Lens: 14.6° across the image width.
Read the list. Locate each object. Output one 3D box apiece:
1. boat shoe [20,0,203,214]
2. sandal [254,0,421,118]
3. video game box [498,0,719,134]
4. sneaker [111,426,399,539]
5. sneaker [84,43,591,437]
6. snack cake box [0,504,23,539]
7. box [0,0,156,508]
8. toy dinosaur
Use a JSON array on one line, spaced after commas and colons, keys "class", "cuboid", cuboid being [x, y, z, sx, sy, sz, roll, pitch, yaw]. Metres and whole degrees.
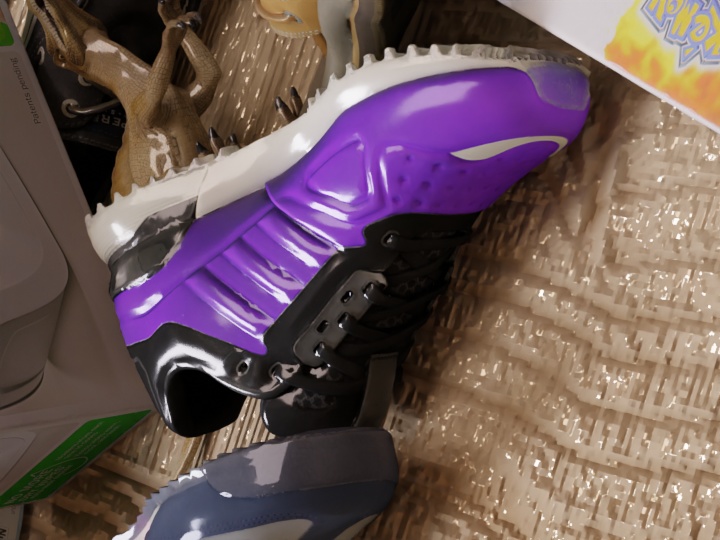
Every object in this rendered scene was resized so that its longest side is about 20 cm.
[{"class": "boat shoe", "cuboid": [-0.108, -0.066, 1.088, 0.200, 0.070, 0.066, -52, 42, 30]}, {"class": "sandal", "cuboid": [-0.006, -0.098, 0.883, 0.200, 0.054, 0.081, 101, -165, -74]}, {"class": "video game box", "cuboid": [0.112, -0.137, 0.783, 0.200, 0.047, 0.183, 40, 110, 60]}, {"class": "sneaker", "cuboid": [-0.046, 0.116, 0.888, 0.200, 0.070, 0.082, -40, 57, 46]}, {"class": "sneaker", "cuboid": [0.000, 0.000, 0.873, 0.200, 0.069, 0.100, -25, 70, 41]}, {"class": "snack cake box", "cuboid": [-0.199, 0.147, 1.060, 0.067, 0.115, 0.201, -27, 50, 51]}, {"class": "box", "cuboid": [-0.196, -0.009, 1.019, 0.097, 0.176, 0.201, -38, 67, 42]}, {"class": "toy dinosaur", "cuboid": [-0.060, -0.025, 1.002, 0.101, 0.058, 0.201, -39, 63, 47]}]
